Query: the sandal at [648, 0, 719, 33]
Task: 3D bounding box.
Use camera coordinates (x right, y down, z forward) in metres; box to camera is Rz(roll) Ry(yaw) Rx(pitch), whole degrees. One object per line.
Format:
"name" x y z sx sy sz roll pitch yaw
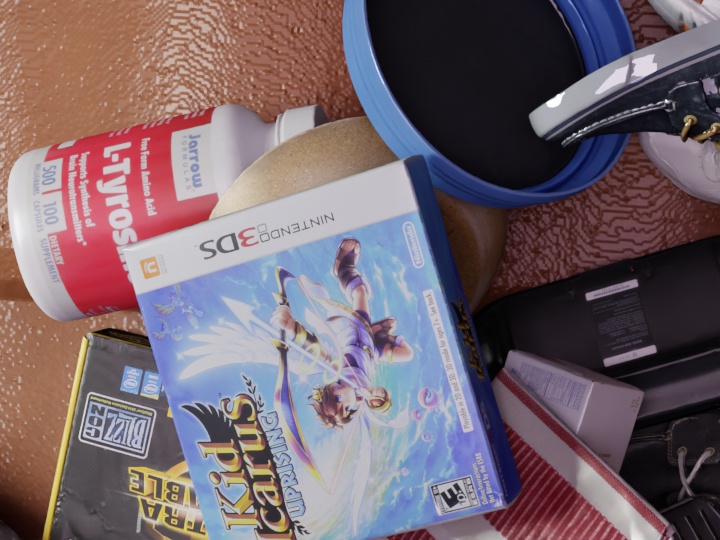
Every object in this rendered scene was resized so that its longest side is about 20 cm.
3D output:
"sandal" 0.264 -0.139 1.103 0.206 0.079 0.060 32 94 1

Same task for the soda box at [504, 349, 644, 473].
"soda box" 0.100 0.154 1.086 0.063 0.068 0.202 20 94 37

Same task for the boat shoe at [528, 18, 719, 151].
"boat shoe" 0.201 -0.092 1.035 0.199 0.071 0.092 -22 90 6

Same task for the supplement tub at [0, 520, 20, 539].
"supplement tub" -0.304 0.188 1.180 0.199 0.122 0.123 32 98 14

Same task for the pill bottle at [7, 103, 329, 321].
"pill bottle" -0.112 -0.041 1.150 0.198 0.112 0.113 -13 92 10

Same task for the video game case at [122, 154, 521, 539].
"video game case" -0.023 0.056 1.035 0.180 0.045 0.202 -16 92 20

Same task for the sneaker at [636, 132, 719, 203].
"sneaker" 0.261 -0.061 1.093 0.198 0.099 0.079 22 97 7

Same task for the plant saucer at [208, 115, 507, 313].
"plant saucer" 0.000 0.000 1.110 0.198 0.036 0.202 -9 130 -11

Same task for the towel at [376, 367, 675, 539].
"towel" 0.071 0.177 1.045 0.144 0.023 0.201 43 102 26

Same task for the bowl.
"bowl" 0.077 -0.132 1.090 0.199 0.039 0.203 12 66 -28

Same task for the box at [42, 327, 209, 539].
"box" -0.098 0.138 1.192 0.198 0.049 0.161 14 94 8

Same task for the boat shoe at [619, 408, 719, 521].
"boat shoe" 0.216 0.120 1.131 0.198 0.068 0.073 -7 92 12

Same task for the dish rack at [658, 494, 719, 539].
"dish rack" 0.169 0.234 1.121 0.199 0.054 0.154 -32 87 34

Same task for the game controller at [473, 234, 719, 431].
"game controller" 0.168 0.047 1.145 0.198 0.042 0.105 -16 67 10
